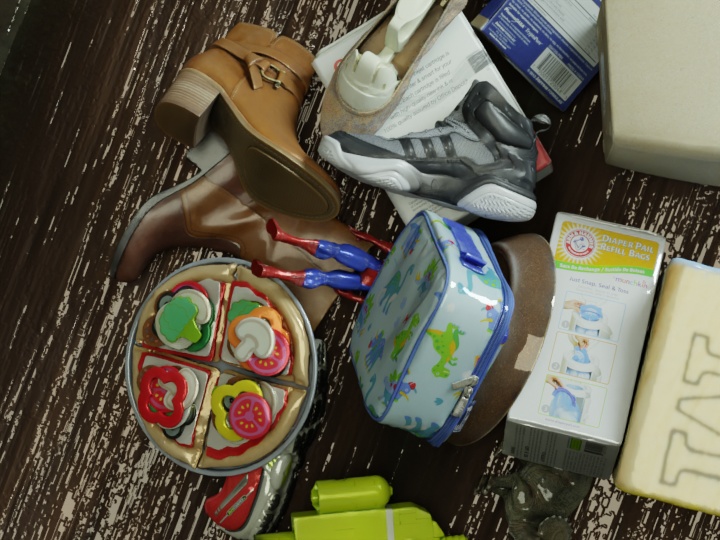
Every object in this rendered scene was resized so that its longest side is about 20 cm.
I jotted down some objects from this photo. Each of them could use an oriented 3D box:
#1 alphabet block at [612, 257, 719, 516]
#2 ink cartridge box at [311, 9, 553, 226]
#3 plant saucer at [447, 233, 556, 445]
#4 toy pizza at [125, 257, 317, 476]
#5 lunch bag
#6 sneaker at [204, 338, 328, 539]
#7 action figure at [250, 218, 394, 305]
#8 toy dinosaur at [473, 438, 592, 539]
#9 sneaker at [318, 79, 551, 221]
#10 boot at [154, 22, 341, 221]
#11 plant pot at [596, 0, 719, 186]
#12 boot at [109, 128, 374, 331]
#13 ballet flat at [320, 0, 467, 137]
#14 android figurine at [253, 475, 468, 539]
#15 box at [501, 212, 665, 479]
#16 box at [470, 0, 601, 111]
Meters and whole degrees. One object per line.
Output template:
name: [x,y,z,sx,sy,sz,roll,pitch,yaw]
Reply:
alphabet block: [0.336,0.115,1.572,0.195,0.195,0.201,14,87,10]
ink cartridge box: [0.067,-0.144,1.676,0.144,0.084,0.201,-31,84,5]
plant saucer: [0.106,0.055,1.603,0.034,0.200,0.201,23,89,-20]
toy pizza: [-0.133,0.088,1.655,0.199,0.032,0.202,-1,87,23]
lunch bag: [0.061,0.043,1.552,0.082,0.200,0.161,21,106,-15]
sneaker: [-0.091,0.151,1.683,0.085,0.077,0.201,22,89,13]
action figure: [0.000,0.000,1.654,0.199,0.052,0.066,15,103,-24]
toy dinosaur: [0.170,0.190,1.655,0.102,0.077,0.201,30,66,-1]
sneaker: [0.069,-0.118,1.597,0.199,0.075,0.115,16,89,2]
boot: [-0.075,-0.145,1.675,0.200,0.074,0.155,35,48,2]
plant pot: [0.300,-0.173,1.584,0.176,0.200,0.201,-3,86,4]
boot: [-0.115,-0.013,1.715,0.200,0.068,0.188,41,87,-1]
ballet flat: [0.024,-0.198,1.609,0.068,0.067,0.201,34,92,10]
android figurine: [0.003,0.280,1.659,0.199,0.041,0.183,-2,92,-5]
box: [0.198,0.067,1.605,0.101,0.113,0.201,13,69,7]
box: [0.210,-0.261,1.663,0.121,0.032,0.200,41,93,-25]
